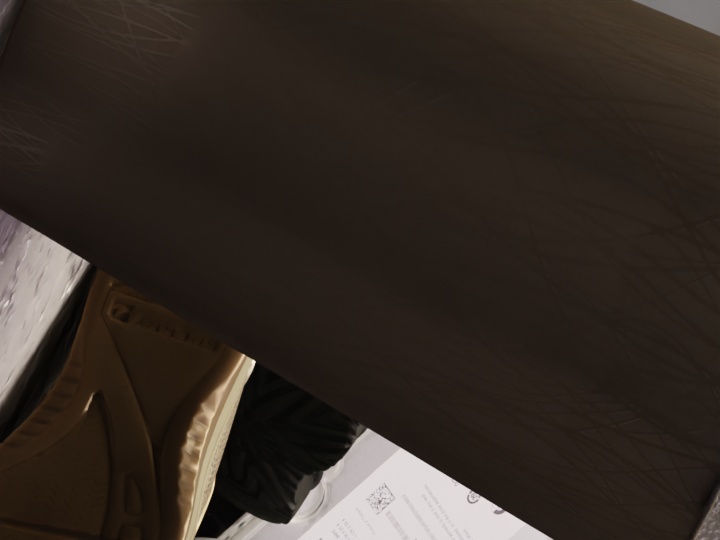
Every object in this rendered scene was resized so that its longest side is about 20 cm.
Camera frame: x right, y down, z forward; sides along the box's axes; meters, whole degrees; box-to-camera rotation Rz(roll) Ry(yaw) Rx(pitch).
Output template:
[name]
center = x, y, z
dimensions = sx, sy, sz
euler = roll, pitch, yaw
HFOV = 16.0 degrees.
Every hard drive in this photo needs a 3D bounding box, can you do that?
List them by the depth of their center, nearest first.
[hard drive]
center = 0.011, 0.109, 1.095
dimensions = 0.200, 0.038, 0.140
euler = -40, 126, -10

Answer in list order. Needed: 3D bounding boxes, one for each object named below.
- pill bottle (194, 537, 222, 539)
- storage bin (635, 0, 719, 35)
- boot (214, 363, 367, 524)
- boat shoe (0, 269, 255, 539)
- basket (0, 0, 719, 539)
[pill bottle]
center = -0.048, 0.171, 0.940
dimensions = 0.110, 0.109, 0.200
euler = -64, -164, 5
[storage bin]
center = 0.084, -0.134, 0.952
dimensions = 0.200, 0.145, 0.134
euler = -57, 132, -35
[boot]
center = -0.002, -0.001, 0.971
dimensions = 0.158, 0.079, 0.211
euler = -53, 178, -21
[boat shoe]
center = -0.078, 0.069, 0.780
dimensions = 0.200, 0.071, 0.065
euler = -61, 170, -24
[basket]
center = 0.018, -0.022, 0.646
dimensions = 0.136, 0.200, 0.180
euler = -62, 170, -2
